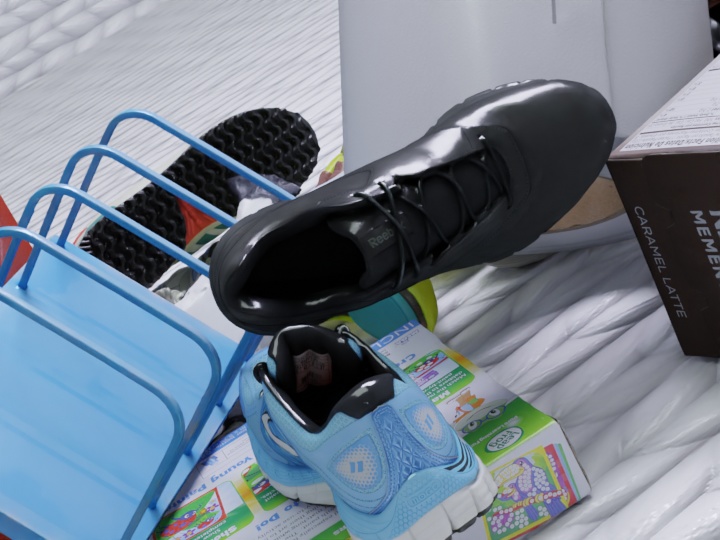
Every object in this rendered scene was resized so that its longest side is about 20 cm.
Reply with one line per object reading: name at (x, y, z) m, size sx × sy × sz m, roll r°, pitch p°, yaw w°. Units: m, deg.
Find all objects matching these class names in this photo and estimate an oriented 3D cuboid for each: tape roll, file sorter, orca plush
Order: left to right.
file sorter at (-0.124, 0.027, 0.791) m, size 0.123 × 0.138 × 0.200 m, roll -61°, pitch -1°, yaw 34°
orca plush at (-0.092, 0.040, 0.974) m, size 0.104 × 0.071 × 0.202 m, roll 6°, pitch 71°, yaw 9°
tape roll at (0.088, -0.100, 0.851) m, size 0.201 × 0.140 × 0.203 m, roll -2°, pitch -15°, yaw 0°

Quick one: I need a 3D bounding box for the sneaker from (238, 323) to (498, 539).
sneaker at (-0.009, 0.055, 0.701) m, size 0.078 × 0.090 × 0.200 m, roll -34°, pitch 19°, yaw -15°

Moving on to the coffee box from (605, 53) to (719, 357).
coffee box at (0.220, -0.059, 0.763) m, size 0.200 × 0.115 × 0.079 m, roll -41°, pitch 25°, yaw -30°

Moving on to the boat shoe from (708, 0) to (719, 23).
boat shoe at (0.284, -0.173, 1.041) m, size 0.199 × 0.071 × 0.070 m, roll -21°, pitch 11°, yaw 47°

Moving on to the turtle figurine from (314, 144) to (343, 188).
turtle figurine at (0.019, -0.122, 1.183) m, size 0.200 × 0.064 × 0.162 m, roll -2°, pitch 60°, yaw 60°

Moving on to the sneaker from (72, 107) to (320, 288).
sneaker at (-0.122, -0.048, 1.093) m, size 0.199 × 0.071 × 0.093 m, roll -38°, pitch 15°, yaw -20°

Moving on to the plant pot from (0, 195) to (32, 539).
plant pot at (-0.247, 0.099, 0.922) m, size 0.199 × 0.201 × 0.176 m, roll -30°, pitch 27°, yaw -5°

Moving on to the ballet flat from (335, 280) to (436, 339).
ballet flat at (0.000, 0.000, 0.978) m, size 0.067 × 0.067 × 0.200 m, roll -38°, pitch 18°, yaw -23°

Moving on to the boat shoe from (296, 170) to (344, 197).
boat shoe at (0.016, -0.042, 1.097) m, size 0.199 × 0.067 × 0.073 m, roll -31°, pitch -16°, yaw 16°

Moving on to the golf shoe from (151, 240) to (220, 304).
golf shoe at (-0.132, 0.051, 1.063) m, size 0.097 × 0.079 × 0.200 m, roll -27°, pitch 8°, yaw 23°

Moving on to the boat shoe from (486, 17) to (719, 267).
boat shoe at (0.154, -0.070, 0.983) m, size 0.200 × 0.075 × 0.093 m, roll -39°, pitch -18°, yaw 14°

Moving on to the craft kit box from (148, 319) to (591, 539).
craft kit box at (-0.016, 0.112, 0.768) m, size 0.199 × 0.049 × 0.197 m, roll -32°, pitch 16°, yaw -8°

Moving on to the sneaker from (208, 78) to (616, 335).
sneaker at (0.025, -0.022, 0.701) m, size 0.199 × 0.076 × 0.091 m, roll -29°, pitch 4°, yaw 2°
